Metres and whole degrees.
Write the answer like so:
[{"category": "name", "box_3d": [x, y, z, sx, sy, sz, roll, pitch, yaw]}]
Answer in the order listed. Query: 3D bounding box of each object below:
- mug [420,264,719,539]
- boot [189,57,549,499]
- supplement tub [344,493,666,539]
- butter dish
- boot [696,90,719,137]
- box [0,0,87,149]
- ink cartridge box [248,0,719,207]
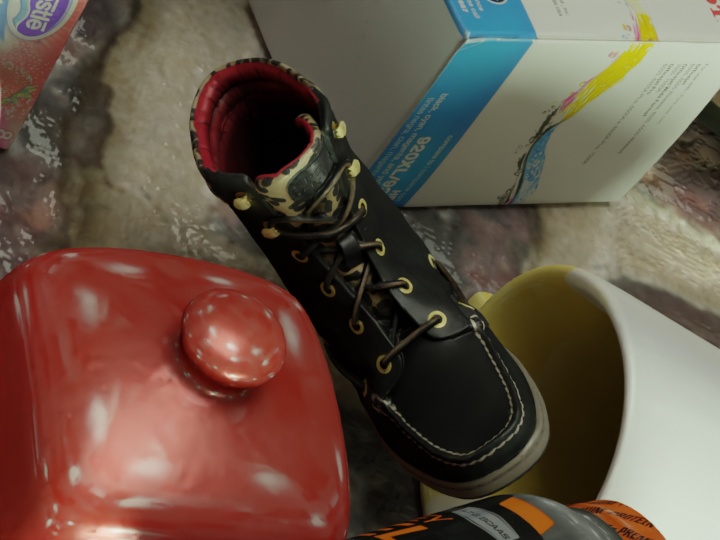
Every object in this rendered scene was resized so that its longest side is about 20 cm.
[{"category": "mug", "box_3d": [0.130, 0.075, 1.001, 0.152, 0.149, 0.188, 19, 52, -30]}, {"category": "boot", "box_3d": [0.000, 0.000, 0.943, 0.151, 0.073, 0.200, 55, 3, -40]}, {"category": "supplement tub", "box_3d": [0.025, 0.156, 0.808, 0.199, 0.123, 0.123, -12, 61, -31]}, {"category": "butter dish", "box_3d": [-0.077, 0.063, 0.863, 0.198, 0.148, 0.201, 8, 50, -27]}, {"category": "boot", "box_3d": [0.182, -0.160, 1.263, 0.200, 0.074, 0.076, 42, 86, 6]}, {"category": "box", "box_3d": [-0.167, -0.161, 0.957, 0.094, 0.200, 0.103, 14, 47, -23]}, {"category": "ink cartridge box", "box_3d": [0.074, -0.132, 1.134, 0.199, 0.145, 0.148, -2, 57, -35]}]
